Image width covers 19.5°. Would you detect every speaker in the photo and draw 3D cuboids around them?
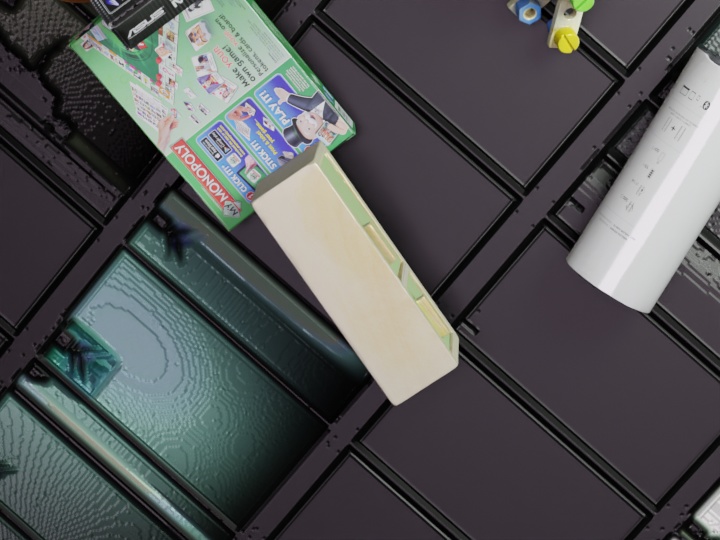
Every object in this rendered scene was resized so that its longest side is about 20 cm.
[{"bbox_3d":[0.242,-0.069,1.631,0.081,0.081,0.201,31,102,3],"label":"speaker"}]

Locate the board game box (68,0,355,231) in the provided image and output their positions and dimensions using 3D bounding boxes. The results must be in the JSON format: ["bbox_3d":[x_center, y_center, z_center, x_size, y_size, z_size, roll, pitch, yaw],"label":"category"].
[{"bbox_3d":[-0.117,-0.148,1.674,0.134,0.029,0.200,-36,108,13],"label":"board game box"}]

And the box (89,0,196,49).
[{"bbox_3d":[-0.156,-0.299,1.614,0.193,0.048,0.200,-37,64,2],"label":"box"}]

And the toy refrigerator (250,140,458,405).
[{"bbox_3d":[0.000,0.000,1.666,0.070,0.076,0.201,-32,101,11],"label":"toy refrigerator"}]

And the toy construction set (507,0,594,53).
[{"bbox_3d":[0.162,-0.276,1.595,0.131,0.092,0.201,26,102,-28],"label":"toy construction set"}]

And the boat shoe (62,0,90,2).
[{"bbox_3d":[-0.164,-0.277,1.674,0.199,0.070,0.071,-19,58,8],"label":"boat shoe"}]
